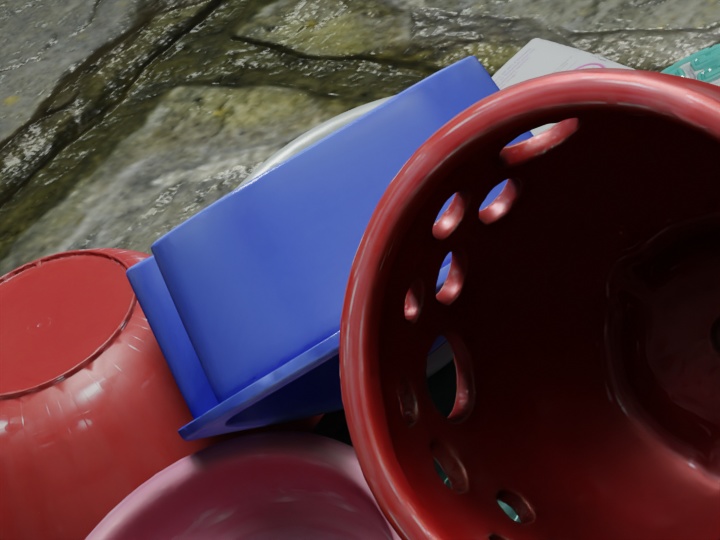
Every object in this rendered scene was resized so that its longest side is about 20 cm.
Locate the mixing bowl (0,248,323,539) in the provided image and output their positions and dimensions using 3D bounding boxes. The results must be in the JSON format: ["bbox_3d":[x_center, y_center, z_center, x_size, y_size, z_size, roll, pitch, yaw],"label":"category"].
[{"bbox_3d":[-0.123,0.062,1.289,0.199,0.109,0.200,-17,34,12],"label":"mixing bowl"}]

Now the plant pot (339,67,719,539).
[{"bbox_3d":[0.114,0.028,1.063,0.200,0.201,0.182,-2,1,23],"label":"plant pot"}]

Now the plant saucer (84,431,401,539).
[{"bbox_3d":[-0.047,0.162,1.141,0.200,0.051,0.201,-20,49,26],"label":"plant saucer"}]

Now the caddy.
[{"bbox_3d":[0.000,0.000,1.195,0.200,0.105,0.141,-31,-2,-16],"label":"caddy"}]

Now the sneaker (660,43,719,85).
[{"bbox_3d":[0.180,-0.029,1.354,0.077,0.091,0.200,-27,25,22],"label":"sneaker"}]

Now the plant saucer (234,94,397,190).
[{"bbox_3d":[0.007,-0.003,1.415,0.199,0.050,0.201,-20,39,17],"label":"plant saucer"}]

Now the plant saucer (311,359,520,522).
[{"bbox_3d":[0.054,0.101,1.194,0.199,0.036,0.201,-8,62,15],"label":"plant saucer"}]

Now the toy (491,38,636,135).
[{"bbox_3d":[0.104,-0.037,1.305,0.115,0.047,0.200,-41,30,-16],"label":"toy"}]
